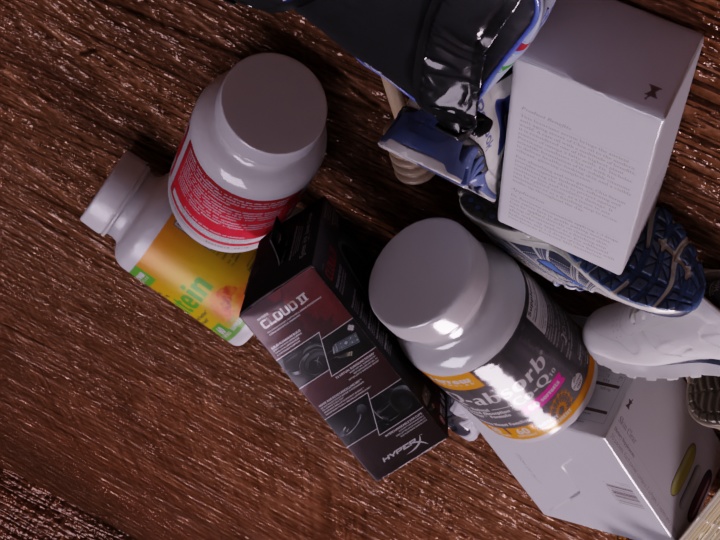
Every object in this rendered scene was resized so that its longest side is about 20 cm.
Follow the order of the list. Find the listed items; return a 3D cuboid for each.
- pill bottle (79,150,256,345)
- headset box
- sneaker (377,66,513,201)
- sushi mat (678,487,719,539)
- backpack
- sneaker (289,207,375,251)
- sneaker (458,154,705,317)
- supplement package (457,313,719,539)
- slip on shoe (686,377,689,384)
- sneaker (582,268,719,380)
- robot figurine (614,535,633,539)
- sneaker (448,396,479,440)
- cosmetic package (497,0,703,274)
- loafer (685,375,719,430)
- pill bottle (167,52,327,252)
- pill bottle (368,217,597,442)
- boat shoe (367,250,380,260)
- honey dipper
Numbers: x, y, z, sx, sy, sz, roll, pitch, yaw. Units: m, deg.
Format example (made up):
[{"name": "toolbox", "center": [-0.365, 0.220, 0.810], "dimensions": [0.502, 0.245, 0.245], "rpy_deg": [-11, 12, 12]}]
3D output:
[{"name": "pill bottle", "center": [-0.169, -0.026, 1.430], "dimensions": [0.199, 0.112, 0.111], "rpy_deg": [35, 156, -10]}, {"name": "headset box", "center": [-0.015, 0.045, 1.180], "dimensions": [0.077, 0.149, 0.201], "rpy_deg": [-32, 108, 15]}, {"name": "sneaker", "center": [0.079, -0.116, 1.000], "dimensions": [0.080, 0.116, 0.199], "rpy_deg": [29, -174, 8]}, {"name": "sushi mat", "center": [0.332, 0.231, 1.281], "dimensions": [0.095, 0.012, 0.201], "rpy_deg": [24, 115, -17]}, {"name": "backpack", "center": [0.037, -0.190, 0.810], "dimensions": [0.199, 0.155, 0.190], "rpy_deg": [29, 166, -11]}, {"name": "sneaker", "center": [0.000, 0.000, 1.354], "dimensions": [0.088, 0.076, 0.200], "rpy_deg": [-18, 132, 41]}, {"name": "sneaker", "center": [0.170, -0.021, 1.103], "dimensions": [0.199, 0.077, 0.085], "rpy_deg": [30, 167, 23]}, {"name": "supplement package", "center": [0.210, 0.140, 1.306], "dimensions": [0.155, 0.111, 0.200], "rpy_deg": [9, 150, 41]}, {"name": "slip on shoe", "center": [0.352, 0.135, 1.189], "dimensions": [0.199, 0.061, 0.076], "rpy_deg": [30, 157, 3]}, {"name": "sneaker", "center": [0.252, 0.034, 1.113], "dimensions": [0.199, 0.077, 0.081], "rpy_deg": [-2, 133, 41]}, {"name": "robot figurine", "center": [0.324, 0.266, 1.380], "dimensions": [0.198, 0.059, 0.145], "rpy_deg": [2, 165, 5]}, {"name": "sneaker", "center": [0.072, 0.099, 1.433], "dimensions": [0.113, 0.076, 0.200], "rpy_deg": [21, 158, 15]}, {"name": "cosmetic package", "center": [0.153, -0.089, 0.969], "dimensions": [0.101, 0.072, 0.200], "rpy_deg": [25, 156, 14]}, {"name": "loafer", "center": [0.348, 0.095, 1.104], "dimensions": [0.199, 0.077, 0.068], "rpy_deg": [2, 170, 37]}, {"name": "pill bottle", "center": [-0.090, -0.096, 1.196], "dimensions": [0.112, 0.113, 0.200], "rpy_deg": [32, 157, -4]}, {"name": "pill bottle", "center": [0.098, 0.048, 1.160], "dimensions": [0.116, 0.117, 0.200], "rpy_deg": [8, 158, 41]}, {"name": "boat shoe", "center": [0.046, 0.022, 1.296], "dimensions": [0.199, 0.073, 0.066], "rpy_deg": [7, 168, 2]}, {"name": "honey dipper", "center": [0.022, -0.139, 1.074], "dimensions": [0.038, 0.038, 0.201], "rpy_deg": [18, 152, 27]}]
